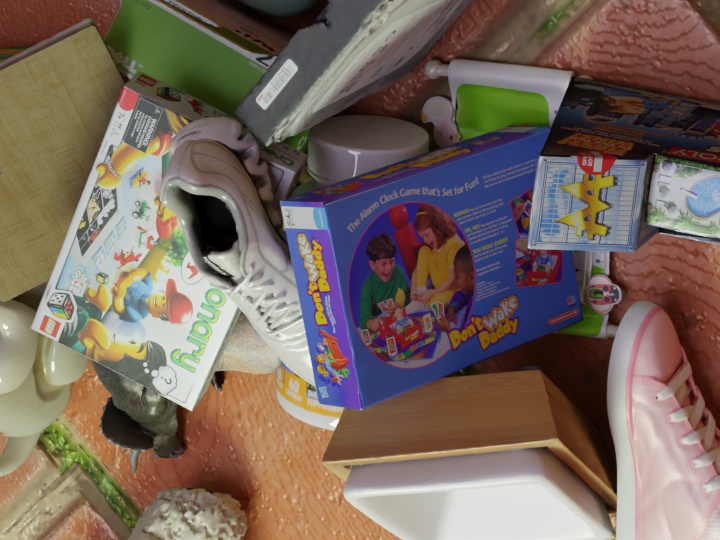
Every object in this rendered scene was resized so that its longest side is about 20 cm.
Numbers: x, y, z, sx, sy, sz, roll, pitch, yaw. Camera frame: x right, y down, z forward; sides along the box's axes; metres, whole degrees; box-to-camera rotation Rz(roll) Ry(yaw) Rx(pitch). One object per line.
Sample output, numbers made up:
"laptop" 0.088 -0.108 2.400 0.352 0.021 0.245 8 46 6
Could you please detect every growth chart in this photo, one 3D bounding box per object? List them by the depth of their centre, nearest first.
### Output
"growth chart" 0.109 -0.048 1.686 0.145 0.018 0.200 -1 105 31

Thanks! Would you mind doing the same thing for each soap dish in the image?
"soap dish" 0.081 0.128 1.652 0.157 0.200 0.081 -7 69 18

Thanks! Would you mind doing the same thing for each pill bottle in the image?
"pill bottle" 0.000 0.000 1.709 0.112 0.112 0.200 13 114 26

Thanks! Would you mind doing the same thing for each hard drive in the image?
"hard drive" 0.015 -0.159 1.592 0.038 0.200 0.140 46 122 6

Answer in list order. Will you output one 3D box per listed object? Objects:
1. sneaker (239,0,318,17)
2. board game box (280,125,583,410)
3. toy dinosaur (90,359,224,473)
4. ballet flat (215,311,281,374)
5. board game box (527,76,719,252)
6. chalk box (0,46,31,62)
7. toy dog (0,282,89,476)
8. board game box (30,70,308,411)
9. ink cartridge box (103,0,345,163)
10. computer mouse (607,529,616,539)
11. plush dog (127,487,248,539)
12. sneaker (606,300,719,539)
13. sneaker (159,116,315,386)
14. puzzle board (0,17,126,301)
"sneaker" -0.099 -0.274 1.701 0.200 0.078 0.140 24 116 11
"board game box" 0.050 -0.005 1.603 0.045 0.200 0.135 4 109 50
"toy dinosaur" -0.165 0.059 1.849 0.102 0.077 0.200 -13 104 19
"ballet flat" -0.132 0.033 1.747 0.200 0.067 0.068 27 133 47
"board game box" 0.186 -0.054 1.516 0.200 0.200 0.062 13 111 21
"chalk box" -0.297 -0.085 1.784 0.124 0.200 0.124 -138 48 -57
"toy dog" -0.305 0.076 1.861 0.139 0.200 0.194 26 118 21
"board game box" -0.129 -0.018 1.654 0.126 0.035 0.200 26 118 4
"ink cartridge box" -0.108 -0.141 1.664 0.148 0.200 0.076 31 101 18
"computer mouse" 0.129 0.222 1.749 0.200 0.046 0.140 42 124 12
"plush dog" -0.129 0.286 1.881 0.172 0.161 0.200 34 126 -15
"sneaker" 0.222 0.117 1.643 0.105 0.075 0.200 7 114 27
"sneaker" -0.065 0.002 1.581 0.075 0.081 0.200 -29 106 22
"puzzle board" -0.217 -0.074 1.710 0.017 0.151 0.200 62 178 41
